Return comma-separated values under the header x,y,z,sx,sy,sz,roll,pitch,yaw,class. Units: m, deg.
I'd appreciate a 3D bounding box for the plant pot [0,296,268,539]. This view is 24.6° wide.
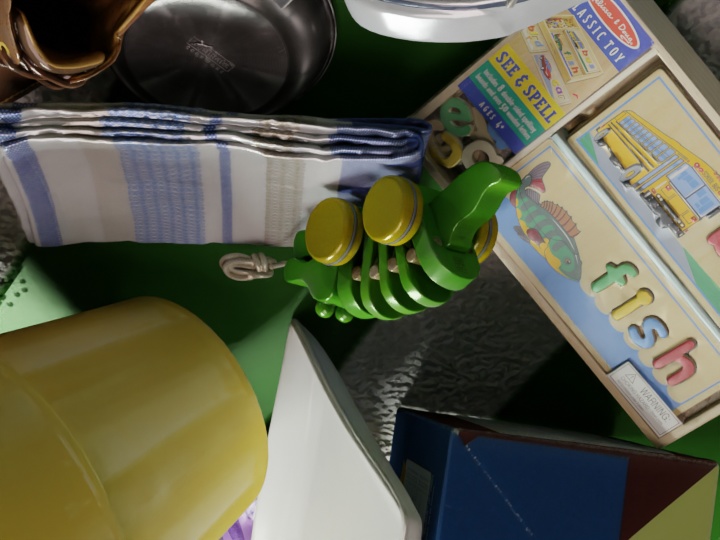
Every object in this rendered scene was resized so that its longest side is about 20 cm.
x,y,z,sx,sy,sz,roll,pitch,yaw,class
-0.155,0.108,0.833,0.200,0.188,0.203,24,129,34,plant pot

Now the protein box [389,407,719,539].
x,y,z,sx,sy,sz,roll,pitch,yaw,class
0.082,0.182,0.863,0.133,0.201,0.200,8,177,-6,protein box

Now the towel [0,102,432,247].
x,y,z,sx,sy,sz,roll,pitch,yaw,class
-0.070,-0.038,0.776,0.197,0.024,0.147,2,160,-3,towel

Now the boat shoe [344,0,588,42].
x,y,z,sx,sy,sz,roll,pitch,yaw,class
0.084,-0.150,0.644,0.199,0.075,0.087,-8,138,9,boat shoe

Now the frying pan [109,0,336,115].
x,y,z,sx,sy,sz,roll,pitch,yaw,class
-0.034,-0.114,0.728,0.188,0.031,0.115,-13,137,21,frying pan

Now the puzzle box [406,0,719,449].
x,y,z,sx,sy,sz,roll,pitch,yaw,class
0.125,-0.027,0.746,0.200,0.025,0.133,49,125,-4,puzzle box

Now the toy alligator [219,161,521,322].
x,y,z,sx,sy,sz,roll,pitch,yaw,class
0.000,0.000,0.770,0.059,0.055,0.199,15,157,-40,toy alligator

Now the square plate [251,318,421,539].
x,y,z,sx,sy,sz,roll,pitch,yaw,class
-0.016,0.158,0.859,0.028,0.198,0.202,1,115,-20,square plate

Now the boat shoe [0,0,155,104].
x,y,z,sx,sy,sz,roll,pitch,yaw,class
-0.135,-0.110,0.686,0.071,0.068,0.199,11,151,-37,boat shoe

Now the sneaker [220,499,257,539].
x,y,z,sx,sy,sz,roll,pitch,yaw,class
-0.063,0.173,1.004,0.080,0.084,0.200,24,133,-23,sneaker
